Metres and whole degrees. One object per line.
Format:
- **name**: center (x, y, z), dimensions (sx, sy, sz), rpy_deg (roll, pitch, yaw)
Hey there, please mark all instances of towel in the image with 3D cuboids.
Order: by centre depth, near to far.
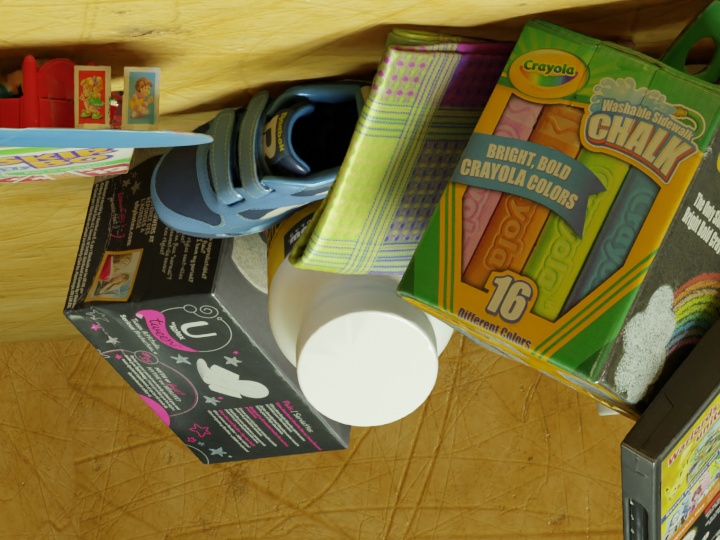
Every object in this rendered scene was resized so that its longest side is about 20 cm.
- **towel**: center (0.058, -0.060, 1.289), dimensions (0.199, 0.144, 0.023), rpy_deg (-4, -145, -45)

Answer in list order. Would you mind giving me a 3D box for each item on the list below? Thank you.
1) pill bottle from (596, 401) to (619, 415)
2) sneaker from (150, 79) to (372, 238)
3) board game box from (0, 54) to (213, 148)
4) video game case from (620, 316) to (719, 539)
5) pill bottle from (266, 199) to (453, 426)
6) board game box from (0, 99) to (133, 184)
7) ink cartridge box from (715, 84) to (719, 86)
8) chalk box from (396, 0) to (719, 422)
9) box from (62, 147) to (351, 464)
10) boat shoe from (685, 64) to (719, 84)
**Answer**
- **pill bottle**: center (0.210, 0.006, 1.859), dimensions (0.110, 0.201, 0.111), rpy_deg (-5, 175, 0)
- **sneaker**: center (-0.046, -0.068, 1.391), dimensions (0.199, 0.074, 0.082), rpy_deg (-14, 167, 31)
- **board game box**: center (-0.172, -0.083, 1.211), dimensions (0.199, 0.039, 0.158), rpy_deg (1, 180, -14)
- **video game case**: center (0.201, 0.072, 1.287), dimensions (0.025, 0.200, 0.181), rpy_deg (31, 153, 25)
- **pill bottle**: center (0.000, 0.000, 1.462), dimensions (0.111, 0.112, 0.200), rpy_deg (-5, -147, 0)
- **board game box**: center (-0.179, -0.074, 1.428), dimensions (0.095, 0.030, 0.200), rpy_deg (-5, 174, -7)
- **ink cartridge box**: center (0.147, -0.048, 1.423), dimensions (0.199, 0.068, 0.117), rpy_deg (-2, 151, 29)
- **chalk box**: center (0.130, -0.042, 1.232), dimensions (0.124, 0.201, 0.125), rpy_deg (24, 175, 29)
- **box**: center (-0.086, 0.019, 1.599), dimensions (0.114, 0.133, 0.200), rpy_deg (-6, 145, 24)
- **boat shoe**: center (0.212, -0.090, 1.448), dimensions (0.199, 0.062, 0.073), rpy_deg (-4, 180, -2)
